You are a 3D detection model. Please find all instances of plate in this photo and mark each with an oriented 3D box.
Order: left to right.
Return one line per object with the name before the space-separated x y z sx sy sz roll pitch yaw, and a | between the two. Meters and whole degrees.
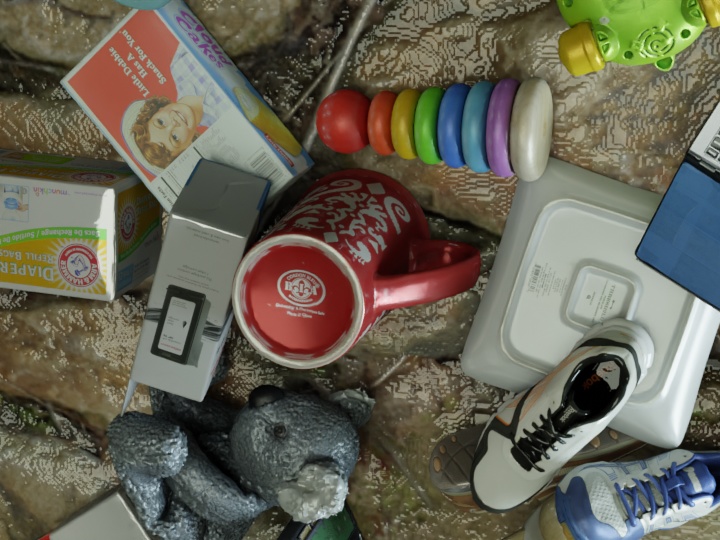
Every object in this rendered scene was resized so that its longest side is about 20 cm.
plate | 0.201 0.025 1.171 0.198 0.032 0.201 19 96 13

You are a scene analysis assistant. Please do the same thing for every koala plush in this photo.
koala plush | -0.088 0.162 1.243 0.198 0.178 0.185 -10 115 16

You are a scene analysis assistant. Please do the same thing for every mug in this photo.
mug | -0.007 -0.009 1.153 0.176 0.200 0.134 -25 96 19

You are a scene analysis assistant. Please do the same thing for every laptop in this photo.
laptop | 0.347 -0.057 1.094 0.186 0.116 0.201 32 109 4

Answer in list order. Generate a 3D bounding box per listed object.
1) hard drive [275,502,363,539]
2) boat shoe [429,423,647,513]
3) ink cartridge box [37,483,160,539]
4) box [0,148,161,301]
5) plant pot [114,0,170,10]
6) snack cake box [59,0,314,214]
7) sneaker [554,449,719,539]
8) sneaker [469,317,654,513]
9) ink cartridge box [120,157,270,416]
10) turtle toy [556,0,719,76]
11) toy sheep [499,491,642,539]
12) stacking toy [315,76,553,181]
hard drive | -0.012 0.311 1.267 0.038 0.140 0.201 -21 99 18
boat shoe | 0.161 0.160 1.229 0.198 0.076 0.072 -15 133 9
ink cartridge box | -0.240 0.332 1.382 0.176 0.045 0.201 -33 94 18
box | -0.290 -0.045 1.264 0.198 0.113 0.102 7 106 12
plant pot | -0.150 -0.327 1.125 0.196 0.200 0.201 -39 92 28
snack cake box | -0.150 -0.129 1.230 0.115 0.067 0.200 -39 92 22
sneaker | 0.236 0.176 1.139 0.088 0.199 0.076 -33 73 39
sneaker | 0.153 0.121 1.132 0.074 0.080 0.200 40 109 6
ink cartridge box | -0.138 0.024 1.176 0.067 0.116 0.201 18 117 -2
turtle toy | 0.207 -0.251 1.088 0.145 0.101 0.202 -18 98 18
toy sheep | 0.186 0.270 1.212 0.136 0.138 0.201 0 126 14
stacking toy | 0.057 -0.125 1.176 0.198 0.085 0.086 6 105 18
